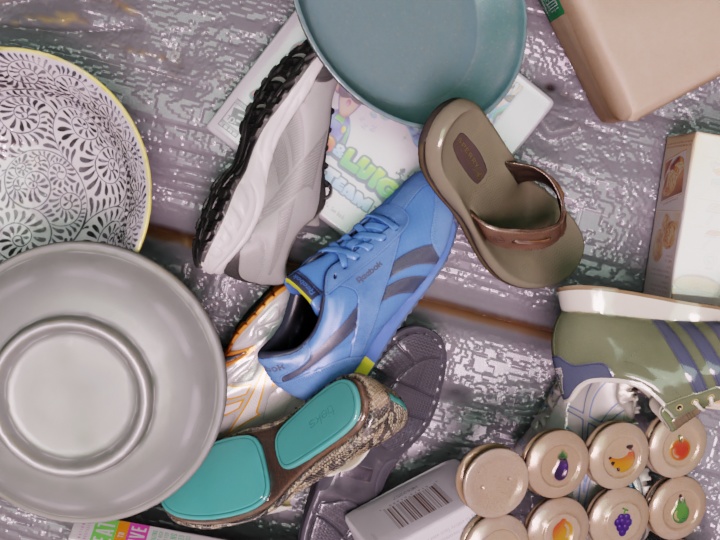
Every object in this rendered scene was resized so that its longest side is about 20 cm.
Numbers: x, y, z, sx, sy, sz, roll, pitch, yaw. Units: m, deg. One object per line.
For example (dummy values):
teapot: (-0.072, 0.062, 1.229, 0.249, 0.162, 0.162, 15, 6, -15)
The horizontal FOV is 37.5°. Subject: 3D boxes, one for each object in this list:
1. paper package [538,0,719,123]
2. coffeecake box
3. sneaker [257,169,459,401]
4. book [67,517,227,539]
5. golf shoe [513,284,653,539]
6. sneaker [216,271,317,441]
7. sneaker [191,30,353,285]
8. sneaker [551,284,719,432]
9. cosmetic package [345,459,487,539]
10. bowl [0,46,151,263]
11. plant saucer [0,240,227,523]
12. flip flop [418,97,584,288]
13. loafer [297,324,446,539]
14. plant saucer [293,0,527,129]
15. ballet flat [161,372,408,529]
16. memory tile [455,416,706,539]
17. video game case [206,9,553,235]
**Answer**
paper package: (0.224, -0.231, 0.771, 0.191, 0.103, 0.200, -26, 95, 0)
coffeecake box: (0.301, 0.006, 0.801, 0.153, 0.073, 0.200, 8, 93, -2)
sneaker: (0.000, 0.000, 0.752, 0.078, 0.066, 0.200, 40, 79, -35)
book: (-0.119, 0.251, 0.790, 0.200, 0.048, 0.134, 12, 126, -4)
golf shoe: (0.163, 0.115, 0.807, 0.097, 0.078, 0.200, -9, 93, 5)
sneaker: (-0.084, 0.101, 0.801, 0.092, 0.076, 0.200, 42, 93, -8)
sneaker: (-0.051, -0.082, 0.773, 0.079, 0.074, 0.200, 24, 93, -22)
sneaker: (0.229, 0.068, 0.732, 0.200, 0.067, 0.090, 9, 85, 7)
cosmetic package: (0.074, 0.254, 0.786, 0.102, 0.074, 0.200, -24, 108, -13)
bowl: (-0.245, -0.056, 0.775, 0.201, 0.094, 0.201, 0, 93, -2)
plant saucer: (-0.192, 0.082, 0.717, 0.200, 0.050, 0.200, 0, 98, -1)
flip flop: (0.112, -0.049, 0.756, 0.200, 0.058, 0.081, 46, 66, -42)
loafer: (0.001, 0.130, 0.811, 0.072, 0.063, 0.200, 24, 89, -16)
plant saucer: (0.030, -0.193, 0.751, 0.200, 0.036, 0.200, 5, 79, -30)
ballet flat: (-0.049, 0.136, 0.747, 0.200, 0.075, 0.068, -32, 54, 25)
memory tile: (0.163, 0.182, 0.757, 0.200, 0.017, 0.153, -7, 102, -18)
video game case: (0.015, -0.119, 0.812, 0.200, 0.024, 0.182, 38, 92, -3)
